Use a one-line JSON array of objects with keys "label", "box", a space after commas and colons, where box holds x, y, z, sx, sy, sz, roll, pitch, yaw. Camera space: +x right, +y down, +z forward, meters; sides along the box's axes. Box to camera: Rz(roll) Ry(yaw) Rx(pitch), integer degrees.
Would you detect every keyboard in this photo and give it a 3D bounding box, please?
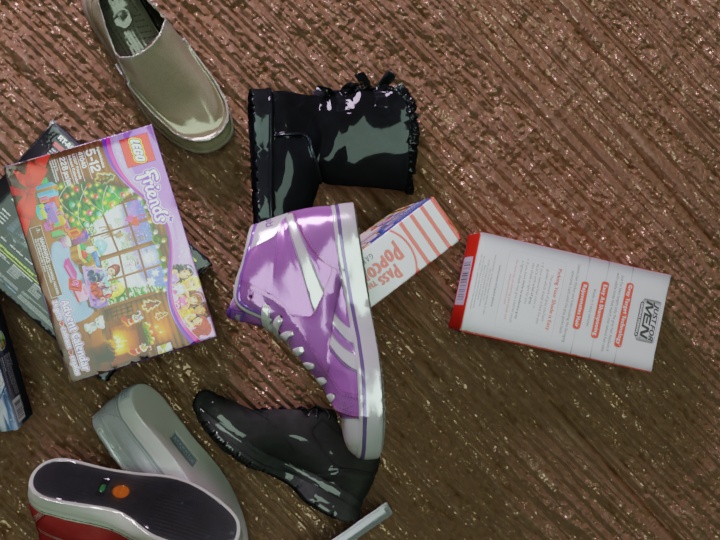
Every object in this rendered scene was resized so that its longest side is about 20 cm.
[{"label": "keyboard", "box": [-0.053, 0.288, 1.053, 0.199, 0.056, 0.011, -33, 74, -6]}]

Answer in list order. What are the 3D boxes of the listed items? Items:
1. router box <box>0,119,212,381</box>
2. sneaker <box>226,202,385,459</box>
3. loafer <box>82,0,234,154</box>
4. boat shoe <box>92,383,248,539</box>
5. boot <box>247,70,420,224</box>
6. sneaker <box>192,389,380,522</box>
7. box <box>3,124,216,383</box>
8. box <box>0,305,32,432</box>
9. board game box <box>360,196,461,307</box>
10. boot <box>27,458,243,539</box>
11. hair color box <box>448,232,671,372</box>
[{"label": "router box", "box": [-0.262, -0.018, 1.022, 0.200, 0.062, 0.150, 43, 86, -5]}, {"label": "sneaker", "box": [-0.043, 0.054, 0.851, 0.114, 0.073, 0.202, -10, 81, -4]}, {"label": "loafer", "box": [-0.195, -0.196, 1.029, 0.076, 0.068, 0.200, -40, 95, -6]}, {"label": "boat shoe", "box": [-0.182, 0.204, 1.034, 0.068, 0.072, 0.200, -29, 106, 21]}, {"label": "boot", "box": [-0.025, -0.092, 1.053, 0.161, 0.073, 0.200, -2, 89, -11]}, {"label": "sneaker", "box": [-0.070, 0.162, 1.050, 0.199, 0.076, 0.091, 34, 79, -15]}, {"label": "box", "box": [-0.223, -0.015, 0.976, 0.136, 0.039, 0.201, -18, 92, -8]}, {"label": "box", "box": [-0.390, 0.056, 0.979, 0.136, 0.040, 0.201, -9, 104, 8]}, {"label": "board game box", "box": [0.000, 0.000, 0.988, 0.151, 0.200, 0.046, -37, 95, -6]}, {"label": "boot", "box": [-0.206, 0.258, 0.999, 0.199, 0.073, 0.145, 13, 126, 7]}, {"label": "hair color box", "box": [0.198, 0.032, 1.084, 0.199, 0.061, 0.102, 13, 88, -6]}]
